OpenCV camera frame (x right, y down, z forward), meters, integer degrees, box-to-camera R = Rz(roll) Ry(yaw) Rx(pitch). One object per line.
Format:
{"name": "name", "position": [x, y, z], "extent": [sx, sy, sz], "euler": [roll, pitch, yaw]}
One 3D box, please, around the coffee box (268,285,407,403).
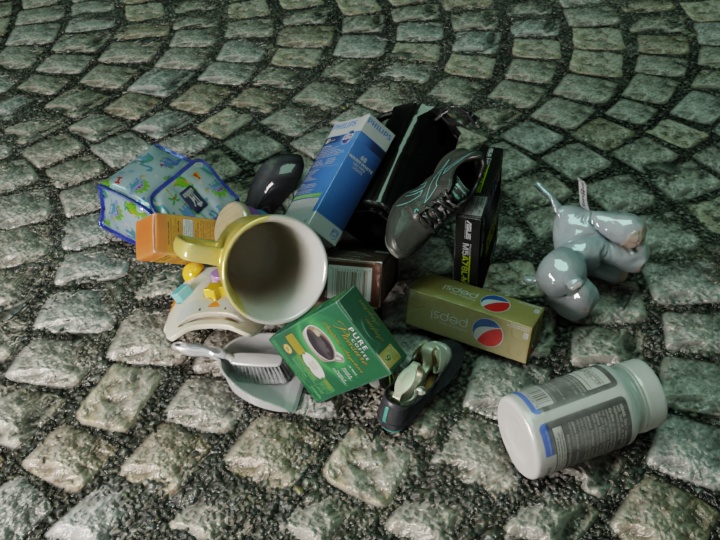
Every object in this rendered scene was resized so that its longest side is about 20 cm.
{"name": "coffee box", "position": [-0.035, 0.105, 1.243], "extent": [0.044, 0.200, 0.123], "euler": [-40, 95, -37]}

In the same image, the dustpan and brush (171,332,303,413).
{"name": "dustpan and brush", "position": [-0.181, 0.135, 1.345], "extent": [0.199, 0.057, 0.140], "euler": [4, 40, 10]}

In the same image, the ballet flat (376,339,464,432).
{"name": "ballet flat", "position": [0.090, 0.147, 1.301], "extent": [0.073, 0.073, 0.200], "euler": [21, 46, 28]}

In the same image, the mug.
{"name": "mug", "position": [-0.151, -0.026, 1.282], "extent": [0.150, 0.187, 0.153], "euler": [-48, 23, -6]}

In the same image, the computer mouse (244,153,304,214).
{"name": "computer mouse", "position": [-0.172, -0.126, 1.563], "extent": [0.053, 0.200, 0.139], "euler": [28, 23, -28]}

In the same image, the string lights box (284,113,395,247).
{"name": "string lights box", "position": [-0.038, -0.133, 1.363], "extent": [0.103, 0.059, 0.201], "euler": [0, 58, 59]}

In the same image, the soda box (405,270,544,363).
{"name": "soda box", "position": [0.171, 0.068, 1.376], "extent": [0.199, 0.068, 0.064], "euler": [17, 35, 21]}

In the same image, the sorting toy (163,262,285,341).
{"name": "sorting toy", "position": [-0.211, 0.063, 1.363], "extent": [0.199, 0.108, 0.180], "euler": [-3, 20, 2]}

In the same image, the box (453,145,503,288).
{"name": "box", "position": [0.187, -0.066, 1.450], "extent": [0.047, 0.194, 0.200], "euler": [8, 40, 15]}

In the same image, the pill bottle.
{"name": "pill bottle", "position": [0.292, 0.190, 1.196], "extent": [0.199, 0.114, 0.114], "euler": [-16, 41, -14]}

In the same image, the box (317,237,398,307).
{"name": "box", "position": [0.000, 0.000, 1.415], "extent": [0.099, 0.075, 0.200], "euler": [5, 9, 8]}

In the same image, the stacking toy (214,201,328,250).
{"name": "stacking toy", "position": [-0.133, -0.050, 1.456], "extent": [0.199, 0.086, 0.085], "euler": [12, 22, -45]}

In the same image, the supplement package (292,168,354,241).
{"name": "supplement package", "position": [-0.014, -0.109, 1.579], "extent": [0.199, 0.117, 0.118], "euler": [-9, 38, -6]}

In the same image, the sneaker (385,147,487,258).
{"name": "sneaker", "position": [0.109, -0.102, 1.315], "extent": [0.200, 0.075, 0.079], "euler": [-52, 18, -10]}

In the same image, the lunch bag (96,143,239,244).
{"name": "lunch bag", "position": [-0.342, -0.120, 1.628], "extent": [0.199, 0.128, 0.170], "euler": [27, 45, 15]}

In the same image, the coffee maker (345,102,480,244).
{"name": "coffee maker", "position": [0.064, -0.152, 1.410], "extent": [0.134, 0.192, 0.201], "euler": [28, 65, -13]}

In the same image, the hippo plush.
{"name": "hippo plush", "position": [0.346, -0.016, 1.393], "extent": [0.159, 0.200, 0.161], "euler": [-2, 42, 38]}

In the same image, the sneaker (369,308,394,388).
{"name": "sneaker", "position": [0.002, 0.114, 1.352], "extent": [0.076, 0.076, 0.200], "euler": [-15, 27, 0]}

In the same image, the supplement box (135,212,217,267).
{"name": "supplement box", "position": [-0.252, -0.044, 1.441], "extent": [0.199, 0.069, 0.066], "euler": [3, -13, -39]}

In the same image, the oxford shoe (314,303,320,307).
{"name": "oxford shoe", "position": [-0.120, 0.008, 1.481], "extent": [0.199, 0.074, 0.071], "euler": [27, 51, 34]}
